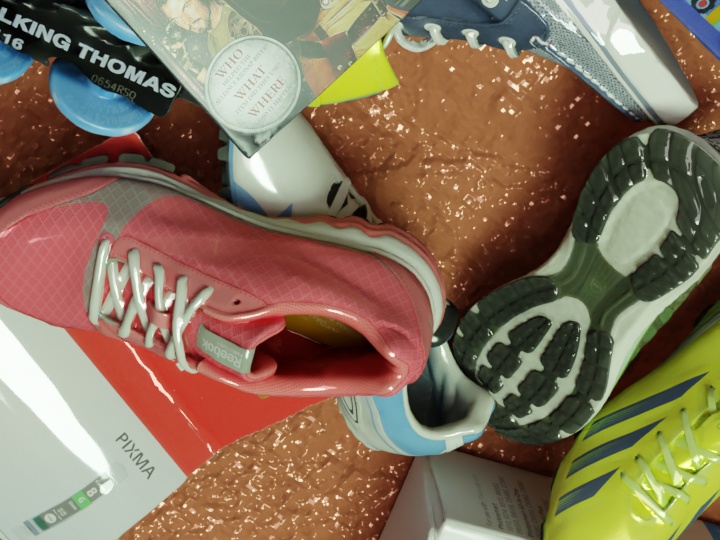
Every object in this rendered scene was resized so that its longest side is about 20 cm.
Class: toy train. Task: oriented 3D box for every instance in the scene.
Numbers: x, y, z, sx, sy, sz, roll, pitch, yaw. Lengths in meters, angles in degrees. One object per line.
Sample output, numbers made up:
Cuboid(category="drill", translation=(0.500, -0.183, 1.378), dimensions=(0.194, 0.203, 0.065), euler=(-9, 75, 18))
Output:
Cuboid(category="toy train", translation=(-0.133, -0.134, 0.822), dimensions=(0.199, 0.114, 0.087), euler=(24, 140, -9))

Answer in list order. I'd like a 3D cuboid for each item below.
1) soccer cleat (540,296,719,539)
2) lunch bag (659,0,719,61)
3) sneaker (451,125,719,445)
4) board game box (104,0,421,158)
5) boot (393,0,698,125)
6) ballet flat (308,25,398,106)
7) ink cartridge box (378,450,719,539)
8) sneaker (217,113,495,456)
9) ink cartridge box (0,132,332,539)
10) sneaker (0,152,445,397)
Cuboid(category="soccer cleat", translation=(0.154, 0.070, 0.924), dimensions=(0.065, 0.084, 0.200), euler=(47, 73, -17))
Cuboid(category="lunch bag", translation=(0.197, -0.152, 0.878), dimensions=(0.151, 0.094, 0.200), euler=(-45, 123, 12))
Cuboid(category="sneaker", translation=(0.118, 0.007, 0.935), dimensions=(0.077, 0.089, 0.200), euler=(50, 131, 13))
Cuboid(category="board game box", translation=(-0.013, -0.158, 0.750), dimensions=(0.200, 0.035, 0.136), euler=(-43, 114, 0))
Cuboid(category="boot", translation=(0.051, -0.120, 0.880), dimensions=(0.090, 0.073, 0.200), euler=(-39, 104, 18))
Cuboid(category="ballet flat", translation=(0.000, -0.162, 0.805), dimensions=(0.067, 0.067, 0.201), euler=(5, 107, -5))
Cuboid(category="ink cartridge box", translation=(0.098, 0.185, 1.007), dimensions=(0.199, 0.084, 0.146), euler=(18, 112, -13))
Cuboid(category="sneaker", translation=(0.000, 0.000, 0.915), dimensions=(0.072, 0.072, 0.200), euler=(-9, 126, 30))
Cuboid(category="ink cartridge box", translation=(-0.137, 0.049, 0.914), dimensions=(0.200, 0.050, 0.161), euler=(-25, 115, 26))
Cuboid(category="sneaker", translation=(-0.063, 0.008, 0.835), dimensions=(0.199, 0.087, 0.074), euler=(8, 117, -3))
